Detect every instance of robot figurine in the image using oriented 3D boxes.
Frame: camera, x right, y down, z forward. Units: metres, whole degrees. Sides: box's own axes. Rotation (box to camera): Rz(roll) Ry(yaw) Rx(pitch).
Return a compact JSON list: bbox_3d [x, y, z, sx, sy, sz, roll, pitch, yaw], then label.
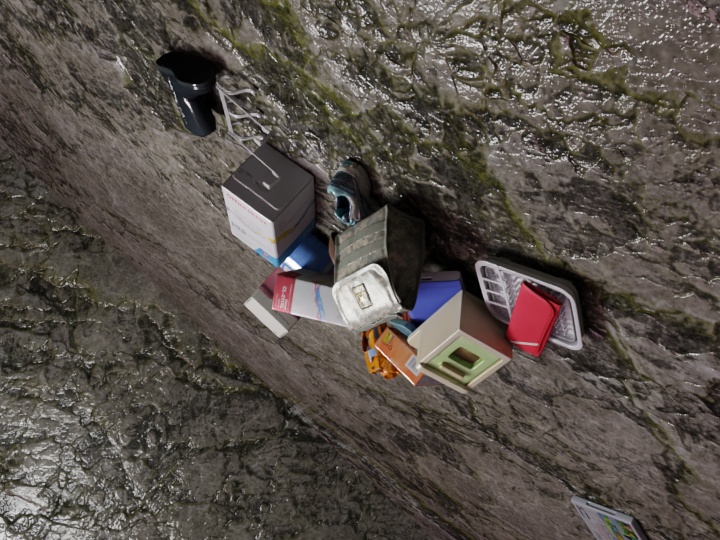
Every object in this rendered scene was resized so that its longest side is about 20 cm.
[{"bbox_3d":[0.043,0.148,1.763,0.057,0.203,0.145,-17,157,22],"label":"robot figurine"}]

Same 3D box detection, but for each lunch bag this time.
[{"bbox_3d":[0.031,0.007,1.409,0.116,0.203,0.163,19,150,-33],"label":"lunch bag"}]

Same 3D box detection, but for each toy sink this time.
[{"bbox_3d":[0.189,0.156,1.479,0.129,0.113,0.200,29,134,-17],"label":"toy sink"}]

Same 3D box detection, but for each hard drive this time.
[{"bbox_3d":[0.155,0.067,1.517,0.130,0.026,0.201,-3,147,18],"label":"hard drive"}]

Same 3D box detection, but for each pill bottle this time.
[{"bbox_3d":[-0.132,-0.032,1.790,0.199,0.112,0.112,40,157,4],"label":"pill bottle"}]

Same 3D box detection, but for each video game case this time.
[{"bbox_3d":[0.646,0.660,1.895,0.181,0.022,0.201,6,138,54],"label":"video game case"}]

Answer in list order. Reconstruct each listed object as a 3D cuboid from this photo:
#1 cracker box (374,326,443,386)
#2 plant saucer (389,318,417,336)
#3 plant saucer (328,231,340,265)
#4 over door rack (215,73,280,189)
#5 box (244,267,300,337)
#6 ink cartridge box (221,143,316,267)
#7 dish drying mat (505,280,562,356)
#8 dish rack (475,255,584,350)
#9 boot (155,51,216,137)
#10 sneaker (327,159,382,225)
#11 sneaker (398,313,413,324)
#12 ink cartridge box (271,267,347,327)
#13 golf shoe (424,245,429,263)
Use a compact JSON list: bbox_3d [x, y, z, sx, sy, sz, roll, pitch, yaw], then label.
[{"bbox_3d":[0.130,0.196,1.702,0.134,0.058,0.199,42,-169,24],"label":"cracker box"},{"bbox_3d":[0.150,0.162,1.615,0.199,0.019,0.070,39,168,-25],"label":"plant saucer"},{"bbox_3d":[0.000,0.000,1.590,0.200,0.034,0.201,43,-165,-14],"label":"plant saucer"},{"bbox_3d":[-0.214,-0.285,1.507,0.201,0.066,0.149,54,164,28],"label":"over door rack"},{"bbox_3d":[-0.176,0.048,1.885,0.128,0.201,0.109,42,158,-6],"label":"box"},{"bbox_3d":[-0.196,-0.141,1.652,0.146,0.146,0.201,35,157,15],"label":"ink cartridge box"},{"bbox_3d":[0.302,0.091,1.325,0.076,0.018,0.201,33,156,20],"label":"dish drying mat"},{"bbox_3d":[0.305,0.049,1.324,0.198,0.044,0.173,23,150,38],"label":"dish rack"},{"bbox_3d":[-0.339,-0.359,1.578,0.199,0.076,0.169,30,152,41],"label":"boot"},{"bbox_3d":[-0.012,-0.117,1.477,0.077,0.087,0.201,18,148,43],"label":"sneaker"},{"bbox_3d":[0.178,0.135,1.673,0.198,0.074,0.077,26,178,35],"label":"sneaker"},{"bbox_3d":[-0.075,0.060,1.650,0.197,0.084,0.146,13,-172,15],"label":"ink cartridge box"},{"bbox_3d":[0.081,-0.015,1.532,0.091,0.075,0.200,42,156,9],"label":"golf shoe"}]
